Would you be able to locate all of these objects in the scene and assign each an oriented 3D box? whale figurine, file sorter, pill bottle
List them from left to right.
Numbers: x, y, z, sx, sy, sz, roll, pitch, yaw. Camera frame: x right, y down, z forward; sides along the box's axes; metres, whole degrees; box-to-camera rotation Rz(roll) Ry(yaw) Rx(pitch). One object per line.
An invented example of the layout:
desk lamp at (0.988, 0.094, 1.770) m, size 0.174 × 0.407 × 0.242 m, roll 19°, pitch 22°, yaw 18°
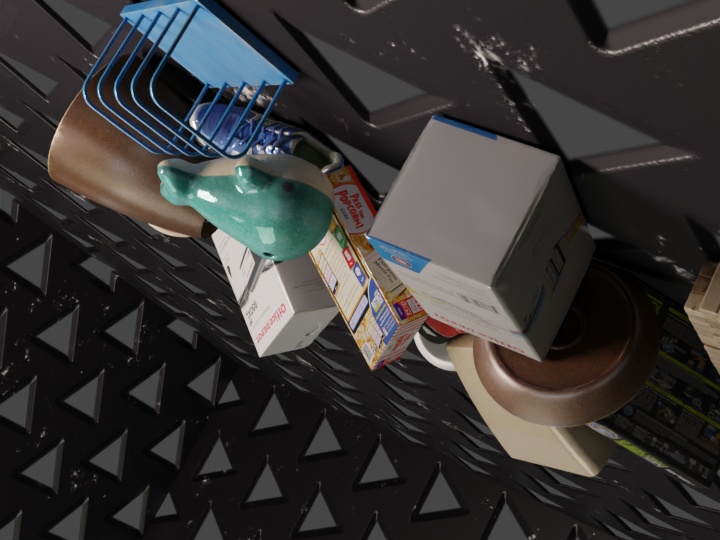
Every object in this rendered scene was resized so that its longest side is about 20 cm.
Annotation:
file sorter at (-0.192, -0.201, 1.269) m, size 0.138 × 0.123 × 0.199 m, roll 38°, pitch 166°, yaw -31°
whale figurine at (-0.129, -0.070, 1.310) m, size 0.198 × 0.105 × 0.159 m, roll 9°, pitch 161°, yaw -5°
pill bottle at (0.127, 0.074, 1.554) m, size 0.112 × 0.114 × 0.200 m, roll 27°, pitch -177°, yaw 9°

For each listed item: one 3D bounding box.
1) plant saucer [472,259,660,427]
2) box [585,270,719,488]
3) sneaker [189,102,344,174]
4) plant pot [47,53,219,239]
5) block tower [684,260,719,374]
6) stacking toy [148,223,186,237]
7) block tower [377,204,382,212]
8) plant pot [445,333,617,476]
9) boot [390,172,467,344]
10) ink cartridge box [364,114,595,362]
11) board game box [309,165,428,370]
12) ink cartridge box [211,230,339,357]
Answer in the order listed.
plant saucer at (0.211, 0.065, 1.237) m, size 0.199 × 0.201 × 0.035 m, roll 22°, pitch 160°, yaw 30°
box at (0.323, 0.119, 1.287) m, size 0.199 × 0.161 × 0.044 m, roll 30°, pitch 166°, yaw -7°
sneaker at (-0.106, -0.154, 1.403) m, size 0.198 × 0.076 × 0.077 m, roll 21°, pitch 162°, yaw -9°
plant pot at (-0.248, -0.133, 1.459) m, size 0.199 × 0.188 × 0.187 m, roll 34°, pitch 168°, yaw 8°
block tower at (0.370, 0.059, 1.153) m, size 0.054 × 0.058 × 0.200 m, roll 19°, pitch 162°, yaw 35°
stacking toy at (-0.237, -0.147, 1.645) m, size 0.145 × 0.147 × 0.200 m, roll 30°, pitch 151°, yaw -6°
block tower at (0.097, -0.034, 1.435) m, size 0.199 × 0.054 × 0.058 m, roll 17°, pitch 162°, yaw 46°
plant pot at (0.221, 0.098, 1.392) m, size 0.177 × 0.201 × 0.199 m, roll 43°, pitch 164°, yaw -15°
boot at (0.069, -0.010, 1.363) m, size 0.144 × 0.072 × 0.201 m, roll -24°, pitch 97°, yaw 57°
ink cartridge box at (0.127, -0.028, 1.176) m, size 0.146 × 0.146 × 0.200 m, roll 22°, pitch 166°, yaw 29°
board game box at (0.000, 0.000, 1.400) m, size 0.201 × 0.046 × 0.152 m, roll 62°, pitch 158°, yaw 15°
ink cartridge box at (-0.117, -0.004, 1.623) m, size 0.145 × 0.084 × 0.201 m, roll -50°, pitch 58°, yaw 53°
